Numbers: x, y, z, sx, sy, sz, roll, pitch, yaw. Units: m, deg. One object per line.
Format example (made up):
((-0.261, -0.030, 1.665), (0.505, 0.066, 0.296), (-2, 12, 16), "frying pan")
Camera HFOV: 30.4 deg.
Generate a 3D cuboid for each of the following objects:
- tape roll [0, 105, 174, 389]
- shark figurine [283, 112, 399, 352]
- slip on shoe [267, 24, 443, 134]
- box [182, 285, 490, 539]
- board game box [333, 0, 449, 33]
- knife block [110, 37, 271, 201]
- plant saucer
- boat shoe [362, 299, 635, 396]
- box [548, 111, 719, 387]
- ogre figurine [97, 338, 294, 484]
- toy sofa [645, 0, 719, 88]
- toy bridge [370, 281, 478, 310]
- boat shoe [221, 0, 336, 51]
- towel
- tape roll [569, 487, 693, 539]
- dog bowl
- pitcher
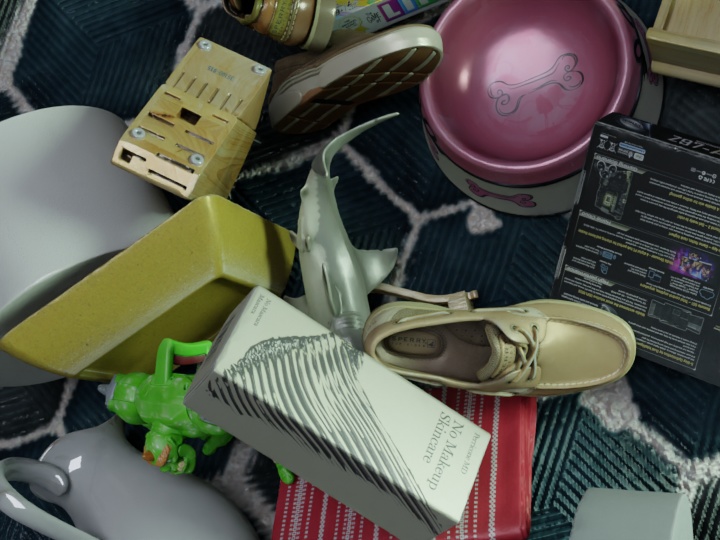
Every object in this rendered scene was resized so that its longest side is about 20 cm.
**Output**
((-0.248, -0.018, 1.071), (0.202, 0.203, 0.140), (-33, 70, 9), "tape roll")
((-0.007, -0.021, 1.020), (0.089, 0.128, 0.216), (-13, 111, -23), "shark figurine")
((-0.010, -0.165, 1.051), (0.200, 0.076, 0.061), (-22, 70, 56), "slip on shoe")
((-0.015, 0.103, 0.914), (0.199, 0.068, 0.082), (32, 54, -10), "box")
((0.046, -0.280, 1.101), (0.199, 0.034, 0.135), (-20, 59, 14), "board game box")
((-0.132, -0.081, 1.037), (0.064, 0.176, 0.200), (24, 46, 3), "knife block")
((-0.149, 0.031, 1.029), (0.199, 0.200, 0.049), (-34, 75, 9), "plant saucer")
((0.101, 0.060, 0.944), (0.199, 0.065, 0.072), (0, 99, 0), "boat shoe")
((0.246, -0.007, 0.946), (0.199, 0.043, 0.161), (20, 114, 22), "box")
((-0.116, 0.107, 1.008), (0.200, 0.120, 0.099), (27, 93, 45), "ogre figurine")
((0.284, -0.236, 0.990), (0.082, 0.098, 0.201), (17, 85, 20), "toy sofa")
((0.000, 0.045, 1.065), (0.199, 0.027, 0.068), (-17, 72, 15), "toy bridge")
((-0.077, -0.233, 1.073), (0.068, 0.200, 0.072), (8, 107, -21), "boat shoe")
((0.034, 0.151, 0.999), (0.199, 0.023, 0.145), (-9, 44, 17), "towel")
((0.178, 0.246, 0.868), (0.066, 0.200, 0.202), (0, 78, 19), "tape roll")
((0.134, -0.147, 1.037), (0.199, 0.074, 0.201), (-4, 76, 18), "dog bowl")
((-0.178, 0.204, 1.016), (0.200, 0.171, 0.122), (40, 111, 23), "pitcher")
